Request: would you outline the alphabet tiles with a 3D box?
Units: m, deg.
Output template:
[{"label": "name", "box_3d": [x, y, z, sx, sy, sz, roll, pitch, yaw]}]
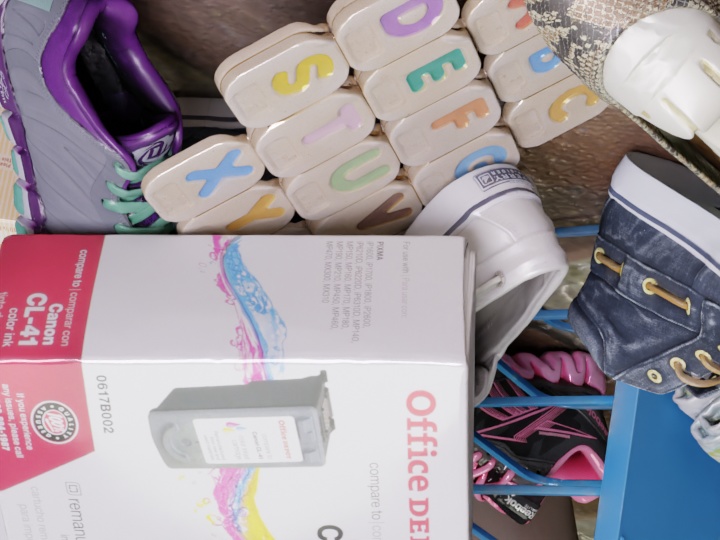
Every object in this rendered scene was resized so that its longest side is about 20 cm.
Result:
[{"label": "alphabet tiles", "box_3d": [0.013, -0.053, 0.832, 0.195, 0.015, 0.200, -28, 150, 3]}]

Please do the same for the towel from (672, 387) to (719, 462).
[{"label": "towel", "box_3d": [0.271, 0.057, 0.990, 0.171, 0.048, 0.200, -36, 138, 22]}]

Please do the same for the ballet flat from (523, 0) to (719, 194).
[{"label": "ballet flat", "box_3d": [0.140, -0.069, 0.795, 0.068, 0.075, 0.200, -39, 137, 16]}]

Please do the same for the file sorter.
[{"label": "file sorter", "box_3d": [0.115, 0.089, 1.015, 0.122, 0.201, 0.139, -3, 154, 32]}]

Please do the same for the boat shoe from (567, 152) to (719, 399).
[{"label": "boat shoe", "box_3d": [0.166, 0.027, 0.863, 0.071, 0.091, 0.200, 8, -160, -31]}]

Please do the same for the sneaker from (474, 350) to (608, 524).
[{"label": "sneaker", "box_3d": [0.069, 0.095, 1.108, 0.199, 0.096, 0.079, 3, 151, -34]}]

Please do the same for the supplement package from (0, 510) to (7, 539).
[{"label": "supplement package", "box_3d": [-0.172, 0.094, 1.001, 0.199, 0.110, 0.114, 19, 161, -5]}]

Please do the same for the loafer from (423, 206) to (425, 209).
[{"label": "loafer", "box_3d": [0.000, 0.000, 1.019, 0.199, 0.075, 0.070, 3, 163, 33]}]

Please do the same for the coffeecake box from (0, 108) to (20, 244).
[{"label": "coffeecake box", "box_3d": [-0.221, -0.024, 1.022, 0.153, 0.073, 0.200, 8, 157, -1]}]

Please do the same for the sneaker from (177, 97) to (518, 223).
[{"label": "sneaker", "box_3d": [-0.021, -0.039, 0.919, 0.199, 0.080, 0.078, -5, 153, 23]}]

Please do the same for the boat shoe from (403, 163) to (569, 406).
[{"label": "boat shoe", "box_3d": [0.032, 0.040, 0.908, 0.072, 0.066, 0.200, -2, 141, -42]}]

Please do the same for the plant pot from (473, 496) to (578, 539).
[{"label": "plant pot", "box_3d": [0.056, 0.160, 1.219, 0.199, 0.174, 0.200, 7, 156, 3]}]

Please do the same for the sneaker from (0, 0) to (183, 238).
[{"label": "sneaker", "box_3d": [-0.104, -0.032, 0.839, 0.087, 0.074, 0.201, 17, 132, 51]}]

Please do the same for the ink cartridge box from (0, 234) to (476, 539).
[{"label": "ink cartridge box", "box_3d": [-0.051, 0.064, 0.836, 0.199, 0.086, 0.148, 1, 129, 5]}]
